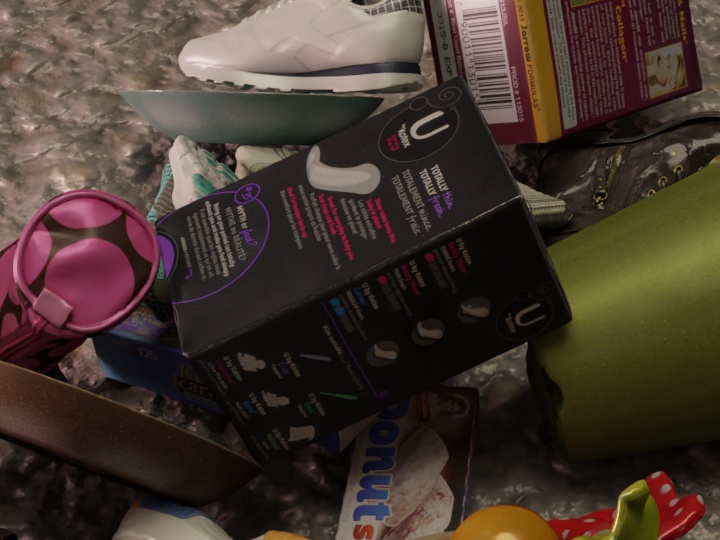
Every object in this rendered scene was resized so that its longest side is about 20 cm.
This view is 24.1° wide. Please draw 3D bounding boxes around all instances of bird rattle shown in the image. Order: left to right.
[{"bbox_3d":[0.098,0.143,0.858,0.162,0.114,0.200,0,7,8],"label":"bird rattle"}]

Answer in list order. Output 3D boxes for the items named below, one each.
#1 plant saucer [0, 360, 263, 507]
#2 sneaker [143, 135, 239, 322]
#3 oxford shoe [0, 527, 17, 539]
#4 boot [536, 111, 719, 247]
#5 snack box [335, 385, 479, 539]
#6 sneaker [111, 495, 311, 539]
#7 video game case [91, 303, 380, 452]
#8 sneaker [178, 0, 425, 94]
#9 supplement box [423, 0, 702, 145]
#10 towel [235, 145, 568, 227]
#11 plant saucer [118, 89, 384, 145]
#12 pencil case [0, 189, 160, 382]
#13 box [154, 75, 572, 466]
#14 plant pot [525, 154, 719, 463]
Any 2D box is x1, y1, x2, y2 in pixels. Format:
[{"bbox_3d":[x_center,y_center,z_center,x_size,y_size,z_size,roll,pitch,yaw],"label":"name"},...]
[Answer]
[{"bbox_3d":[-0.154,0.093,0.954,0.199,0.200,0.037,16,77,23],"label":"plant saucer"},{"bbox_3d":[-0.117,-0.026,1.096,0.091,0.078,0.200,-46,12,8],"label":"sneaker"},{"bbox_3d":[-0.203,0.200,0.876,0.084,0.073,0.201,-5,37,-7],"label":"oxford shoe"},{"bbox_3d":[0.198,-0.031,1.171,0.199,0.070,0.175,-5,36,15],"label":"boot"},{"bbox_3d":[0.026,0.140,0.979,0.071,0.024,0.201,0,37,10],"label":"snack box"},{"bbox_3d":[-0.062,0.184,0.882,0.199,0.075,0.088,5,54,41],"label":"sneaker"},{"bbox_3d":[-0.043,0.027,1.098,0.199,0.046,0.181,14,38,34],"label":"video game case"},{"bbox_3d":[-0.043,-0.171,1.249,0.199,0.081,0.076,2,6,23],"label":"sneaker"},{"bbox_3d":[0.152,-0.175,1.252,0.199,0.132,0.103,-19,14,-42],"label":"supplement box"},{"bbox_3d":[0.021,-0.061,1.169,0.191,0.035,0.200,-4,16,-18],"label":"towel"},{"bbox_3d":[-0.081,-0.114,1.266,0.199,0.039,0.201,1,5,0],"label":"plant saucer"},{"bbox_3d":[-0.186,0.017,1.006,0.091,0.200,0.094,48,64,-5],"label":"pencil case"},{"bbox_3d":[0.000,0.000,0.953,0.199,0.106,0.123,-25,42,5],"label":"box"},{"bbox_3d":[0.191,0.030,1.009,0.189,0.201,0.201,-18,38,1],"label":"plant pot"}]
